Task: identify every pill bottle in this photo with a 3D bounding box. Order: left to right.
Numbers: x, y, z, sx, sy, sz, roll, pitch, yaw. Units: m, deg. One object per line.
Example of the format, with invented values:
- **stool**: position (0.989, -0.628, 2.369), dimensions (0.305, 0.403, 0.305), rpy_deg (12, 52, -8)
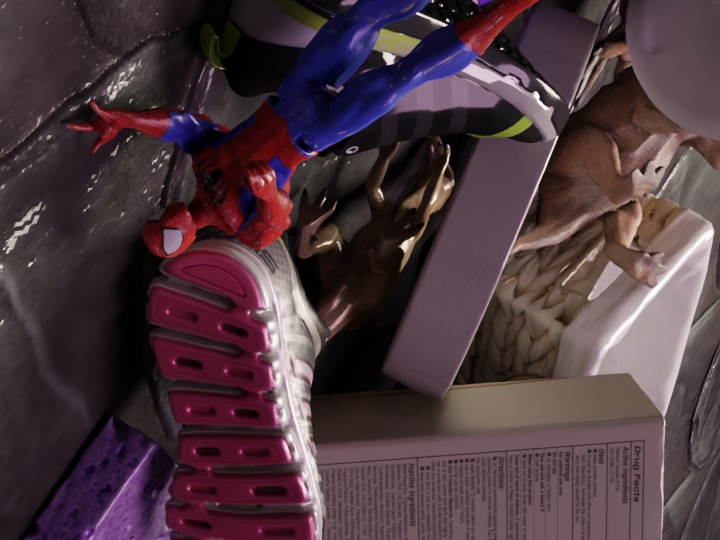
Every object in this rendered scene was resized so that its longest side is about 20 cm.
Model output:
- **pill bottle**: position (0.226, -0.140, 1.220), dimensions (0.200, 0.109, 0.110), rpy_deg (-27, 142, -54)

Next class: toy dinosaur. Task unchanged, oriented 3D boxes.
- **toy dinosaur**: position (0.000, 0.000, 1.139), dimensions (0.200, 0.058, 0.101), rpy_deg (-50, 159, -25)
- **toy dinosaur**: position (0.140, -0.075, 1.287), dimensions (0.200, 0.135, 0.086), rpy_deg (-45, 135, -9)

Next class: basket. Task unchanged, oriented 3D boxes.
- **basket**: position (0.108, 0.047, 1.358), dimensions (0.136, 0.123, 0.200), rpy_deg (-43, 153, -37)

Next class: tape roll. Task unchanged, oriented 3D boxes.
- **tape roll**: position (0.064, -0.036, 1.163), dimensions (0.203, 0.037, 0.203), rpy_deg (24, 90, -89)

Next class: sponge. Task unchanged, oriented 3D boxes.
- **sponge**: position (-0.112, 0.149, 1.117), dimensions (0.112, 0.030, 0.200), rpy_deg (-57, 159, -12)

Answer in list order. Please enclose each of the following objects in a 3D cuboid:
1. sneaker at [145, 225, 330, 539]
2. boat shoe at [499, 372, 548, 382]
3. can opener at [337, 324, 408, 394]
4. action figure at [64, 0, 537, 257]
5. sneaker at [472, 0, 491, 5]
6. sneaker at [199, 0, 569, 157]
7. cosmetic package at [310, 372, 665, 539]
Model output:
- **sneaker**: position (-0.047, 0.059, 1.049), dimensions (0.088, 0.073, 0.201), rpy_deg (-63, 151, -55)
- **boat shoe**: position (0.043, 0.126, 1.302), dimensions (0.200, 0.072, 0.068), rpy_deg (-40, -176, 44)
- **can opener**: position (-0.016, 0.123, 1.286), dimensions (0.063, 0.079, 0.201), rpy_deg (15, 104, -29)
- **action figure**: position (-0.027, -0.067, 0.888), dimensions (0.200, 0.065, 0.099), rpy_deg (-41, 161, 26)
- **sneaker**: position (0.105, -0.169, 1.091), dimensions (0.200, 0.099, 0.070), rpy_deg (-42, 153, -33)
- **sneaker**: position (0.007, -0.085, 1.003), dimensions (0.200, 0.072, 0.083), rpy_deg (21, 115, -46)
- **cosmetic package**: position (0.048, 0.116, 1.177), dimensions (0.073, 0.199, 0.104), rpy_deg (-120, -152, -70)
